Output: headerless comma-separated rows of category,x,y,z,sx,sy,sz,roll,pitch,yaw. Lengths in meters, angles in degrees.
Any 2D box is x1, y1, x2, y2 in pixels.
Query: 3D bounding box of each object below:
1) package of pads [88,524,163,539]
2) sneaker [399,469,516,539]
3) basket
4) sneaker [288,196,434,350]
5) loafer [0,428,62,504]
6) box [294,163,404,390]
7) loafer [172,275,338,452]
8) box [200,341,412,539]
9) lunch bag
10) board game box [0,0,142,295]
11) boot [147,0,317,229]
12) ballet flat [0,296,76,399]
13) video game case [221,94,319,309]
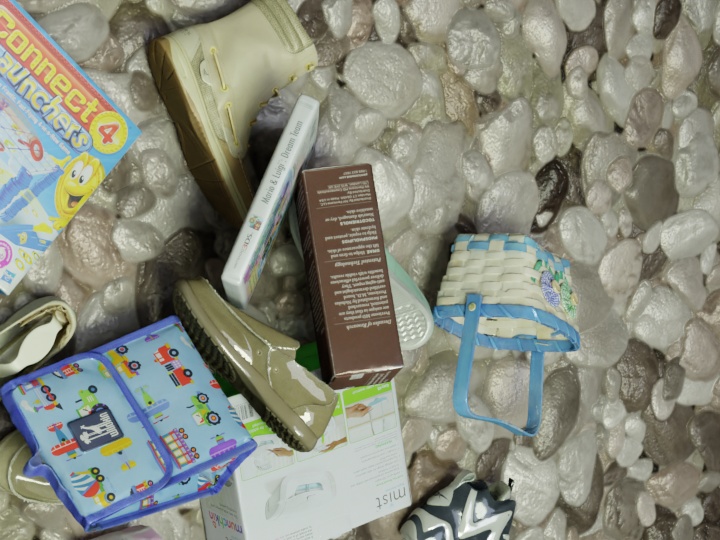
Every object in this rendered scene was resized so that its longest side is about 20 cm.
package of pads,-0.274,0.322,1.464,0.199,0.076,0.121,-13,105,-32
sneaker,0.147,0.300,1.746,0.199,0.079,0.130,44,80,-20
basket,0.154,0.067,1.668,0.176,0.138,0.201,23,74,-57
sneaker,0.000,0.001,1.621,0.074,0.118,0.201,-39,86,3
loafer,-0.246,0.183,1.469,0.199,0.068,0.076,4,94,-35
box,-0.013,0.007,1.501,0.074,0.100,0.201,-6,79,-8
loafer,-0.097,0.079,1.464,0.067,0.076,0.200,-41,92,-22
box,-0.060,0.177,1.578,0.199,0.097,0.178,-17,106,-32
lunch bag,-0.220,0.146,1.403,0.199,0.094,0.151,-18,66,-44
board game box,-0.326,-0.117,1.382,0.200,0.056,0.196,46,71,-30
boot,-0.103,-0.157,1.521,0.155,0.073,0.201,-30,108,-26
ballet flat,-0.333,0.091,1.399,0.200,0.069,0.070,-41,117,-23
video game case,-0.085,-0.059,1.483,0.024,0.200,0.183,23,82,0
